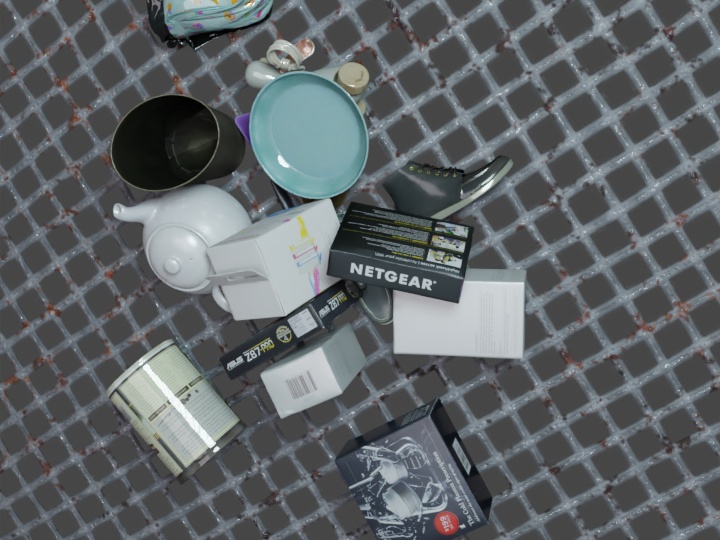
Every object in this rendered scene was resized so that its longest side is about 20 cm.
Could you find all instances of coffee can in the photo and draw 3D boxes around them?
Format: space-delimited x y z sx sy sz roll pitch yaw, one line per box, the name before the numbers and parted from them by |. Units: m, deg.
coffee can | -0.313 0.238 1.431 0.146 0.146 0.200 -42 88 14

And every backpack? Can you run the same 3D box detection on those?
backpack | -0.236 -0.446 1.329 0.199 0.127 0.168 -3 94 9

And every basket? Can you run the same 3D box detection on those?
basket | -0.269 -0.199 1.332 0.180 0.200 0.137 -20 93 13

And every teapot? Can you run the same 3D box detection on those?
teapot | -0.271 -0.034 1.363 0.199 0.146 0.198 2 118 14

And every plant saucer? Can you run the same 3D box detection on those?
plant saucer | -0.075 -0.210 1.295 0.199 0.036 0.201 10 118 19

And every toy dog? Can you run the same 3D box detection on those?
toy dog | -0.070 -0.312 1.324 0.199 0.097 0.132 24 145 -20

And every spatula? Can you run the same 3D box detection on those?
spatula | -0.146 -0.168 1.395 0.021 0.056 0.201 -11 105 47

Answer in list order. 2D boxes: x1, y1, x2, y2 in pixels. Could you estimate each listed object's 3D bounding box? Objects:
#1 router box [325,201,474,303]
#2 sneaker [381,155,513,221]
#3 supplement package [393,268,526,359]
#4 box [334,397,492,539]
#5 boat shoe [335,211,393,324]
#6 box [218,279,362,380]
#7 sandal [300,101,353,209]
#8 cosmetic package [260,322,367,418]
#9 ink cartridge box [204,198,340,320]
router box | 0.062 -0.031 1.256 0.199 0.149 0.051 12 125 7
sneaker | 0.133 -0.146 1.315 0.200 0.075 0.106 -32 93 16
supplement package | 0.157 0.063 1.317 0.199 0.120 0.122 2 100 12
box | 0.089 0.345 1.381 0.182 0.104 0.201 -29 91 16
boat shoe | 0.000 0.000 1.372 0.073 0.062 0.201 -22 93 14
box | -0.109 0.091 1.339 0.200 0.161 0.049 -32 90 28
sandal | -0.044 -0.183 1.351 0.080 0.054 0.201 18 122 9
cosmetic package | -0.069 0.155 1.339 0.112 0.200 0.081 -24 93 12
ink cartridge box | -0.130 -0.012 1.304 0.128 0.200 0.126 -9 108 44
